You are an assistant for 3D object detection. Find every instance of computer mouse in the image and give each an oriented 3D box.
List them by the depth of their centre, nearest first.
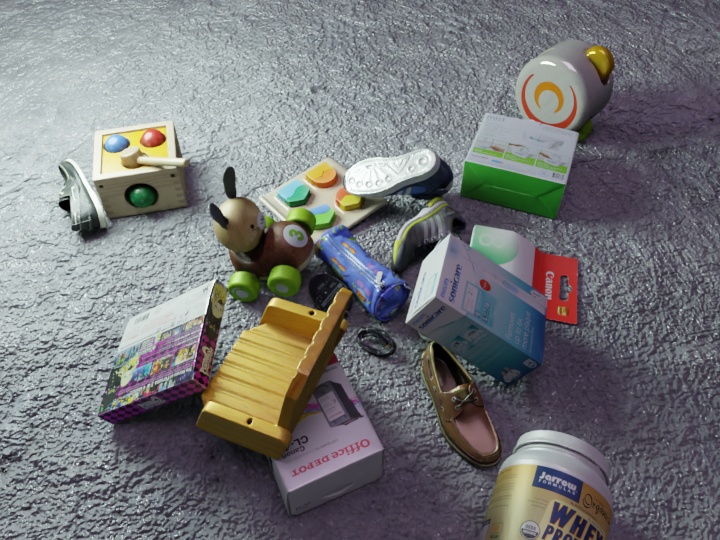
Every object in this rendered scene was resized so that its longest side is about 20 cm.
[{"bbox_3d":[-0.014,0.076,1.066,0.059,0.034,0.200,-46,67,-1],"label":"computer mouse"}]

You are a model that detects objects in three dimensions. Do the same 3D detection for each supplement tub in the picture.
[{"bbox_3d":[0.227,0.316,0.779,0.144,0.145,0.200,19,51,16],"label":"supplement tub"}]

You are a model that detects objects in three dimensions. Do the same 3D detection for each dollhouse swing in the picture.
[{"bbox_3d":[-0.116,0.107,0.831,0.181,0.176,0.200,16,51,16],"label":"dollhouse swing"}]

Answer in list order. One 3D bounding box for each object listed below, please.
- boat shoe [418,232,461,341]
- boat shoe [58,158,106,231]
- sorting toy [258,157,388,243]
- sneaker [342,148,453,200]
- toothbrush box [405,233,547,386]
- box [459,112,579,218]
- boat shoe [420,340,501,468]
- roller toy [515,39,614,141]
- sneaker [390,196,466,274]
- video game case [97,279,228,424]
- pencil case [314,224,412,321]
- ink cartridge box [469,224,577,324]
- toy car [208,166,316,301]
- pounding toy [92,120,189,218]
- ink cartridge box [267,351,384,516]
[{"bbox_3d":[0.136,0.024,1.081,0.075,0.060,0.201,5,55,13],"label":"boat shoe"},{"bbox_3d":[-0.561,-0.150,1.235,0.067,0.072,0.200,-22,54,-24],"label":"boat shoe"},{"bbox_3d":[-0.074,-0.144,1.255,0.200,0.037,0.185,-32,56,-26],"label":"sorting toy"},{"bbox_3d":[0.083,-0.166,1.236,0.199,0.146,0.081,-12,70,22],"label":"sneaker"},{"bbox_3d":[0.184,0.060,0.982,0.199,0.085,0.147,32,45,-9],"label":"toothbrush box"},{"bbox_3d":[0.323,-0.219,1.282,0.199,0.097,0.177,15,50,13],"label":"box"},{"bbox_3d":[0.143,0.194,0.936,0.072,0.068,0.200,-20,52,-17],"label":"boat shoe"},{"bbox_3d":[0.448,-0.403,1.384,0.182,0.201,0.140,32,55,32],"label":"roller toy"},{"bbox_3d":[0.124,-0.060,1.161,0.081,0.074,0.200,30,57,20],"label":"sneaker"},{"bbox_3d":[-0.296,0.121,0.955,0.199,0.036,0.182,-23,42,25],"label":"video game case"},{"bbox_3d":[0.000,0.000,1.096,0.078,0.087,0.200,-39,57,-10],"label":"pencil case"},{"bbox_3d":[0.287,0.004,1.120,0.199,0.050,0.161,9,49,11],"label":"ink cartridge box"},{"bbox_3d":[-0.182,-0.074,1.066,0.157,0.200,0.165,-8,48,23],"label":"toy car"},{"bbox_3d":[-0.420,-0.204,1.236,0.183,0.143,0.201,-11,49,-9],"label":"pounding toy"},{"bbox_3d":[-0.071,0.218,0.904,0.147,0.086,0.200,-20,50,-17],"label":"ink cartridge box"}]
